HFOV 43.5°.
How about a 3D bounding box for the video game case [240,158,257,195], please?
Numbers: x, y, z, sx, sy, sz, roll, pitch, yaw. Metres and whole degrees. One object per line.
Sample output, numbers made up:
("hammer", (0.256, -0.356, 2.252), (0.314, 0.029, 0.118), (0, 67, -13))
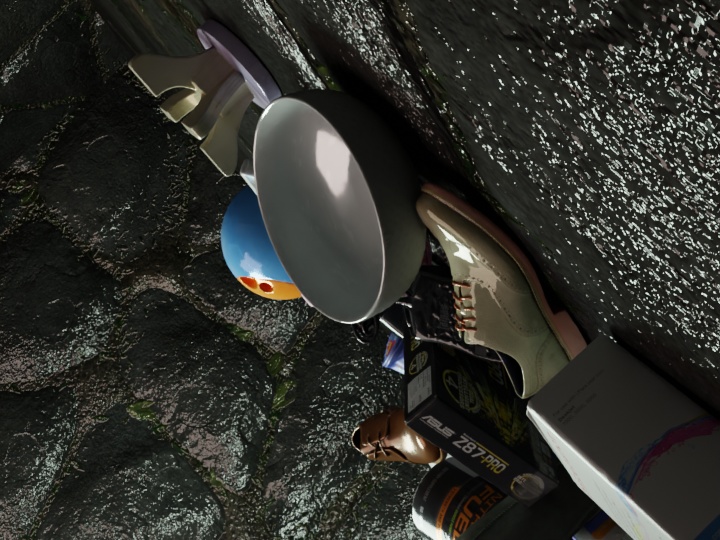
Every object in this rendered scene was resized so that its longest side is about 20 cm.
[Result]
("video game case", (-0.022, -0.058, 1.029), (0.181, 0.023, 0.200), (14, 163, 19))

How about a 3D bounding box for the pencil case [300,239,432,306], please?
("pencil case", (0.000, 0.000, 0.997), (0.088, 0.087, 0.200), (48, 156, -12))

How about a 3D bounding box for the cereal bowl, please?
("cereal bowl", (-0.009, -0.060, 0.775), (0.200, 0.083, 0.202), (36, 137, 44))

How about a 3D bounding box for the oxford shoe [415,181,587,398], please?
("oxford shoe", (0.100, 0.019, 0.706), (0.200, 0.074, 0.071), (49, 175, -15))

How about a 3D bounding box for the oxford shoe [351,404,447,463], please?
("oxford shoe", (0.040, 0.188, 0.993), (0.072, 0.071, 0.200), (69, 161, 5))

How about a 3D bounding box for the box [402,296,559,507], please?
("box", (0.113, 0.115, 0.898), (0.161, 0.049, 0.201), (39, -155, -19))

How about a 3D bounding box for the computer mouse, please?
("computer mouse", (0.079, 0.004, 0.824), (0.198, 0.142, 0.046), (5, -168, 34))

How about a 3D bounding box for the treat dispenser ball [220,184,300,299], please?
("treat dispenser ball", (-0.125, -0.054, 1.461), (0.201, 0.201, 0.201), (47, 176, 5))

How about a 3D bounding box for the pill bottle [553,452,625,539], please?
("pill bottle", (0.225, 0.223, 1.036), (0.200, 0.112, 0.112), (47, 176, 17))

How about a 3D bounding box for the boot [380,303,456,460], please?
("boot", (0.081, 0.100, 1.017), (0.168, 0.076, 0.200), (39, -147, -4))

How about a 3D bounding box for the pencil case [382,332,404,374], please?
("pencil case", (0.122, 0.131, 1.145), (0.199, 0.078, 0.087), (31, 163, -5))

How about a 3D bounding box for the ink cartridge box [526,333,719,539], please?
("ink cartridge box", (0.224, 0.155, 0.624), (0.200, 0.085, 0.145), (42, 172, 46))

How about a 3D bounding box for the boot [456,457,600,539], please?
("boot", (0.176, 0.222, 0.909), (0.073, 0.200, 0.182), (47, 176, -16))

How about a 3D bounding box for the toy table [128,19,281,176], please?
("toy table", (-0.185, -0.222, 1.124), (0.184, 0.117, 0.200), (49, 175, -17))

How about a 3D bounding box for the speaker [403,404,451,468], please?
("speaker", (0.124, 0.230, 1.128), (0.081, 0.081, 0.201), (42, 167, 53))

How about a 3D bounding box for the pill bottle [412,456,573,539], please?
("pill bottle", (0.154, 0.288, 0.985), (0.199, 0.106, 0.106), (21, 156, 53))
